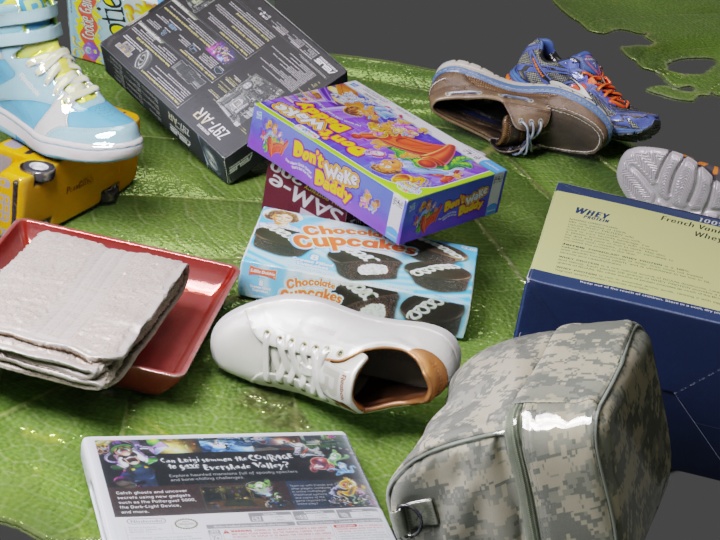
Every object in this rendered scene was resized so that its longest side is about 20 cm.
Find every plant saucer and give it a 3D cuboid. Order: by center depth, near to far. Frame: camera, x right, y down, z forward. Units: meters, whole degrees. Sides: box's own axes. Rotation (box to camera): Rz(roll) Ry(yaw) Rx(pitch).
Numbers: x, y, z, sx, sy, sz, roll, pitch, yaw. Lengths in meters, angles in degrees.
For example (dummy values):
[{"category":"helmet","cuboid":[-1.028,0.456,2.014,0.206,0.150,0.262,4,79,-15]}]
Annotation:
[{"category":"plant saucer","cuboid":[-0.213,0.032,1.526,0.198,0.037,0.200,13,27,5]}]

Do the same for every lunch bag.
[{"category":"lunch bag","cuboid":[0.118,0.127,1.340,0.166,0.141,0.200,-4,20,21]}]

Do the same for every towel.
[{"category":"towel","cuboid":[-0.219,0.025,1.459,0.131,0.035,0.200,14,26,6]}]

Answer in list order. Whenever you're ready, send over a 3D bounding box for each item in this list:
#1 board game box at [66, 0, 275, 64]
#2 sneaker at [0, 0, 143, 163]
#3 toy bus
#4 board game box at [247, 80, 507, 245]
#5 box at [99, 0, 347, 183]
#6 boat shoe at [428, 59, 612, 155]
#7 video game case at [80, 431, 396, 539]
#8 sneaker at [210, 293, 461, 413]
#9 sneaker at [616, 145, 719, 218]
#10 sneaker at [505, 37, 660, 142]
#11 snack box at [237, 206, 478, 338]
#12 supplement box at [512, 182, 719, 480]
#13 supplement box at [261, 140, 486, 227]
[{"category":"board game box","cuboid":[-0.201,-0.272,2.033,0.198,0.104,0.105,16,46,13]},{"category":"sneaker","cuboid":[-0.269,-0.176,1.667,0.199,0.132,0.079,21,27,28]},{"category":"toy bus","cuboid":[-0.271,-0.092,1.718,0.078,0.066,0.200,20,28,21]},{"category":"board game box","cuboid":[0.014,-0.101,1.728,0.199,0.045,0.134,34,35,33]},{"category":"box","cuboid":[-0.134,-0.197,1.879,0.160,0.044,0.200,-38,62,-21]},{"category":"boat shoe","cuboid":[0.165,-0.156,2.010,0.198,0.073,0.073,16,43,8]},{"category":"video game case","cuboid":[-0.082,0.169,1.315,0.198,0.024,0.182,0,28,-18]},{"category":"sneaker","cuboid":[-0.028,0.066,1.454,0.198,0.074,0.085,3,20,15]},{"category":"sneaker","cuboid":[0.355,-0.076,1.917,0.199,0.078,0.112,26,24,7]},{"category":"sneaker","cuboid":[0.242,-0.197,2.079,0.199,0.079,0.075,28,15,32]},{"category":"snack box","cuboid":[0.000,0.000,1.663,0.198,0.037,0.116,11,26,2]},{"category":"supplement box","cuboid":[0.229,0.045,1.543,0.198,0.135,0.200,13,27,7]},{"category":"supplement box","cuboid":[0.014,-0.084,1.812,0.108,0.061,0.199,29,33,33]}]
